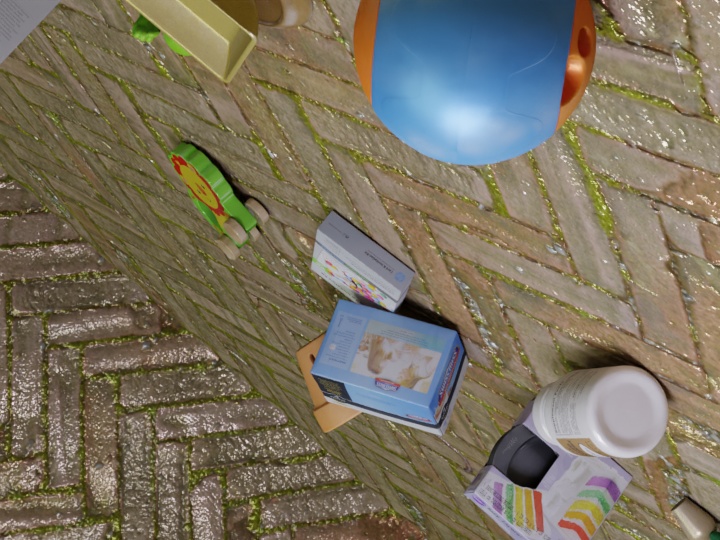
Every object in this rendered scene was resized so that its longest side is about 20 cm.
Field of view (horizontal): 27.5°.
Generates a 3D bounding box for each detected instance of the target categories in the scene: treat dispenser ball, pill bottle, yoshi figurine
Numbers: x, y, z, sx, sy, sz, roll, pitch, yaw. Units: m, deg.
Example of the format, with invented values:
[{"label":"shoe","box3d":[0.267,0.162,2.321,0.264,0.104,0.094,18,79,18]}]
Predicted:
[{"label":"treat dispenser ball","box3d":[0.094,-0.188,1.215,0.201,0.201,0.201,36,164,12]},{"label":"pill bottle","box3d":[0.302,0.184,1.899,0.114,0.114,0.200,42,164,-9]},{"label":"yoshi figurine","box3d":[-0.238,-0.331,1.756,0.200,0.112,0.112,41,158,-13]}]

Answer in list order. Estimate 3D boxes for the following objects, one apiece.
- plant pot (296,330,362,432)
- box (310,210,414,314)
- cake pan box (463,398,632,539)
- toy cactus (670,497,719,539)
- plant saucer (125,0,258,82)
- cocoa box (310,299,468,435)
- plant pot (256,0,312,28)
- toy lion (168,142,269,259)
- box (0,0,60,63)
[{"label":"plant pot","box3d":[-0.015,0.156,2.429,0.140,0.200,0.200,56,164,1]},{"label":"box","box3d":[0.000,0.000,2.218,0.156,0.041,0.200,37,165,6]},{"label":"cake pan box","box3d":[0.277,0.317,2.186,0.200,0.184,0.052,42,160,-6]},{"label":"toy cactus","box3d":[0.504,0.402,2.101,0.165,0.102,0.200,48,173,7]},{"label":"plant saucer","box3d":[-0.196,-0.310,1.637,0.200,0.049,0.200,39,166,-7]},{"label":"cocoa box","box3d":[0.046,0.147,2.241,0.199,0.134,0.131,15,159,19]},{"label":"plant pot","box3d":[-0.139,-0.340,1.646,0.200,0.028,0.200,36,163,12]},{"label":"toy lion","box3d":[-0.242,-0.122,2.413,0.192,0.069,0.200,47,164,2]},{"label":"box","box3d":[-0.488,-0.370,2.031,0.097,0.200,0.124,45,163,-18]}]
